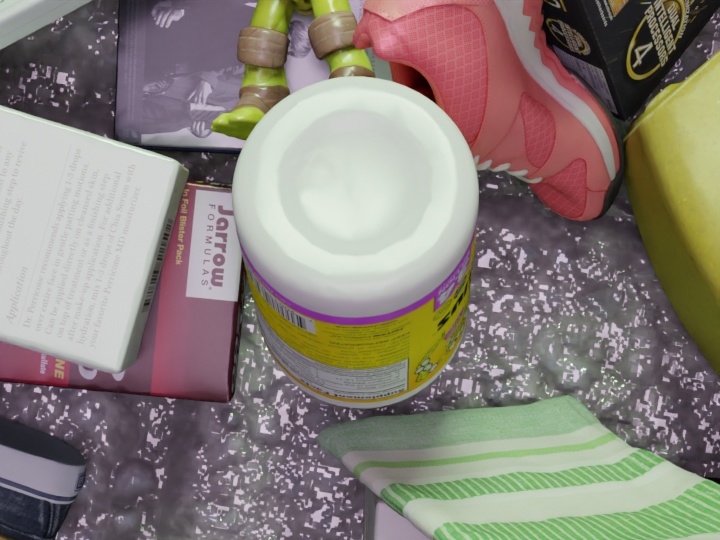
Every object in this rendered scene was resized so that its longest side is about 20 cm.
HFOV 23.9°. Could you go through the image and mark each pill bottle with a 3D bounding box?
[{"bbox_3d":[0.000,0.000,0.781,0.103,0.200,0.105,0,69,1],"label":"pill bottle"}]

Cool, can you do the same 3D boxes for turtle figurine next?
[{"bbox_3d":[-0.039,-0.146,0.819,0.198,0.064,0.163,-2,79,12],"label":"turtle figurine"}]

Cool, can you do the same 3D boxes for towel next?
[{"bbox_3d":[0.088,0.100,0.779,0.151,0.200,0.024,-3,106,-25],"label":"towel"}]

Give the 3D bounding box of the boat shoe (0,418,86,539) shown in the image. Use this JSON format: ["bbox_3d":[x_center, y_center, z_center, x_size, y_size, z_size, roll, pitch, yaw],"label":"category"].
[{"bbox_3d":[-0.242,0.103,0.842,0.199,0.071,0.092,23,94,-14],"label":"boat shoe"}]

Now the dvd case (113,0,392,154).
[{"bbox_3d":[-0.023,-0.133,0.865,0.197,0.025,0.152,3,94,-2],"label":"dvd case"}]

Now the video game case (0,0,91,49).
[{"bbox_3d":[-0.123,-0.220,0.809,0.199,0.024,0.183,-27,65,5],"label":"video game case"}]

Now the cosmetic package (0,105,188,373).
[{"bbox_3d":[-0.188,-0.029,0.784,0.198,0.071,0.103,17,89,-2],"label":"cosmetic package"}]

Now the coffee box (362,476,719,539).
[{"bbox_3d":[0.101,0.146,0.844,0.197,0.113,0.081,4,94,-3],"label":"coffee box"}]

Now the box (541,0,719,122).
[{"bbox_3d":[0.133,-0.185,0.775,0.049,0.200,0.162,32,78,31],"label":"box"}]

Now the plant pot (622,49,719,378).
[{"bbox_3d":[0.231,-0.030,0.804,0.194,0.196,0.200,-41,86,1],"label":"plant pot"}]

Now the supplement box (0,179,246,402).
[{"bbox_3d":[-0.156,0.002,0.852,0.198,0.061,0.110,5,93,-3],"label":"supplement box"}]

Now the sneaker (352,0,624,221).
[{"bbox_3d":[0.055,-0.078,0.800,0.087,0.074,0.200,-48,134,-10],"label":"sneaker"}]
